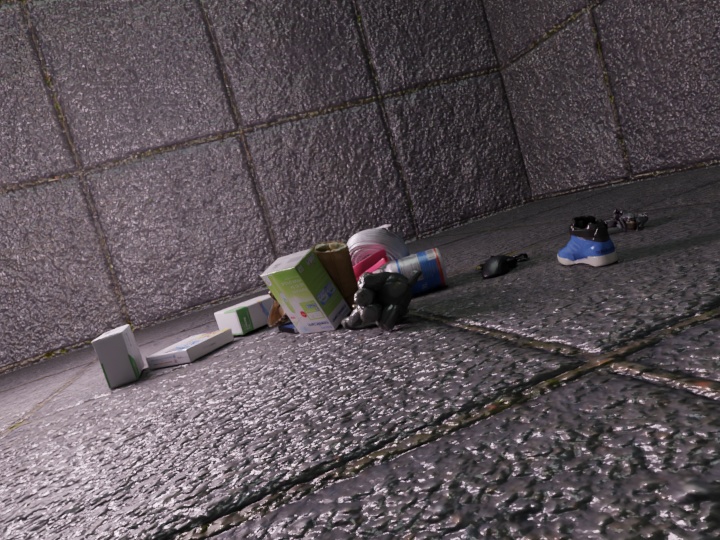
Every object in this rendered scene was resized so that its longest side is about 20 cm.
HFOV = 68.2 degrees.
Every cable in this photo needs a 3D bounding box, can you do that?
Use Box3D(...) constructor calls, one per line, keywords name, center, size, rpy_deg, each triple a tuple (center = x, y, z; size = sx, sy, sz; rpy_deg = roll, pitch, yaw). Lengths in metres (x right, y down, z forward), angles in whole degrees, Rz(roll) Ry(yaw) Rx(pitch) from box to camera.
Box3D(name="cable", center=(0.051, -0.039, 1.596), size=(0.198, 0.201, 0.070), rpy_deg=(-9, 45, 26))

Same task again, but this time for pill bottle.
Box3D(name="pill bottle", center=(0.139, 0.016, 1.506), size=(0.198, 0.113, 0.112), rpy_deg=(-16, 5, 5))

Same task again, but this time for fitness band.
Box3D(name="fitness band", center=(0.000, 0.000, 1.491), size=(0.143, 0.038, 0.200), rpy_deg=(-27, -7, -37))

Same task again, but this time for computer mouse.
Box3D(name="computer mouse", center=(0.375, -0.022, 1.504), size=(0.140, 0.047, 0.199), rpy_deg=(-10, 8, 44))

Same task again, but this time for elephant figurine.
Box3D(name="elephant figurine", center=(0.042, 0.071, 1.228), size=(0.153, 0.143, 0.200), rpy_deg=(12, -12, 0))

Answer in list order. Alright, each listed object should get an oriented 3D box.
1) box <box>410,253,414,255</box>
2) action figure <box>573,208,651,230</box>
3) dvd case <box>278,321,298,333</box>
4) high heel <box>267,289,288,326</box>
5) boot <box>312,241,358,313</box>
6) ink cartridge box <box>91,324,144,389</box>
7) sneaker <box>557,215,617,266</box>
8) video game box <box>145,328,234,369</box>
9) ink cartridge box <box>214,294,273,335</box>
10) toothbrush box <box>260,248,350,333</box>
Box3D(name="box", center=(0.181, -0.029, 2.226), size=(0.116, 0.049, 0.200), rpy_deg=(-16, 3, 5))
Box3D(name="action figure", center=(0.719, -0.138, 1.516), size=(0.198, 0.070, 0.130), rpy_deg=(-10, 3, 29))
Box3D(name="dvd case", center=(-0.132, 0.141, 1.573), size=(0.198, 0.018, 0.142), rpy_deg=(-20, 6, -26))
Box3D(name="high heel", center=(-0.243, 0.111, 1.515), size=(0.142, 0.072, 0.200), rpy_deg=(-42, -20, 8))
Box3D(name="boot", center=(-0.020, 0.021, 1.372), size=(0.173, 0.202, 0.066), rpy_deg=(-4, 34, 18))
Box3D(name="ink cartridge box", center=(-0.710, 0.250, 1.573), size=(0.087, 0.147, 0.200), rpy_deg=(-19, 7, -14))
Box3D(name="sneaker", center=(0.512, -0.073, 1.232), size=(0.076, 0.112, 0.200), rpy_deg=(-17, 5, -3))
Box3D(name="video game box", center=(-0.521, 0.239, 1.637), size=(0.181, 0.047, 0.200), rpy_deg=(-16, 5, 29))
Box3D(name="ink cartridge box", center=(-0.366, 0.147, 1.801), size=(0.144, 0.088, 0.199), rpy_deg=(-11, 10, 46))
Box3D(name="toothbrush box", center=(-0.142, 0.058, 1.383), size=(0.145, 0.201, 0.086), rpy_deg=(-11, 30, 43))
